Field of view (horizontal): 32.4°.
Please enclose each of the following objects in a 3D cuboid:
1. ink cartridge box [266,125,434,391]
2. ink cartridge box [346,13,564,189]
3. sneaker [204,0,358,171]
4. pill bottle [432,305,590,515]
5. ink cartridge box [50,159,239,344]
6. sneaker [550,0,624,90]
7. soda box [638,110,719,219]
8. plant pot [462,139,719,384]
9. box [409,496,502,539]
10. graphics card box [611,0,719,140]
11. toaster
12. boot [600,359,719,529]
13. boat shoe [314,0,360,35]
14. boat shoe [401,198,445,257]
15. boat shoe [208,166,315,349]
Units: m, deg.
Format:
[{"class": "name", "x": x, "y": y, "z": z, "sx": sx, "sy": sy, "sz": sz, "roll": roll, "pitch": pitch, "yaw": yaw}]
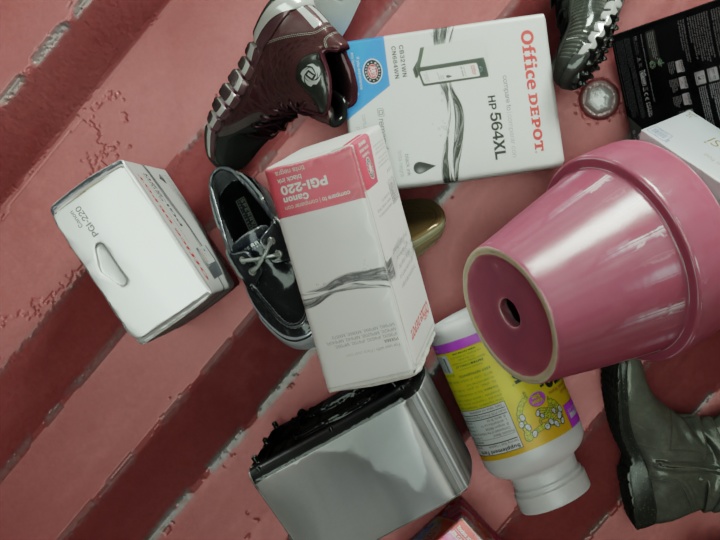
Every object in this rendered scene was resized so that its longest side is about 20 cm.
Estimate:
[{"class": "ink cartridge box", "x": -0.004, "y": -0.013, "z": 1.086, "sx": 0.084, "sy": 0.146, "sz": 0.201, "roll": -15, "pitch": 99, "yaw": 13}, {"class": "ink cartridge box", "x": 0.087, "y": -0.158, "z": 1.187, "sx": 0.199, "sy": 0.084, "sz": 0.147, "roll": -8, "pitch": 92, "yaw": 4}, {"class": "sneaker", "x": -0.070, "y": -0.149, "z": 1.158, "sx": 0.115, "sy": 0.076, "sz": 0.201, "roll": 43, "pitch": 126, "yaw": 21}, {"class": "pill bottle", "x": 0.149, "y": 0.128, "z": 1.190, "sx": 0.104, "sy": 0.104, "sz": 0.201, "roll": -24, "pitch": 92, "yaw": 4}, {"class": "ink cartridge box", "x": -0.194, "y": -0.019, "z": 1.152, "sx": 0.085, "sy": 0.200, "sz": 0.146, "roll": -34, "pitch": 91, "yaw": 4}, {"class": "sneaker", "x": 0.207, "y": -0.258, "z": 1.168, "sx": 0.090, "sy": 0.067, "sz": 0.201, "roll": 22, "pitch": 69, "yaw": 12}, {"class": "soda box", "x": 0.326, "y": -0.057, "z": 1.065, "sx": 0.063, "sy": 0.200, "sz": 0.068, "roll": -22, "pitch": 136, "yaw": -26}, {"class": "plant pot", "x": 0.197, "y": 0.006, "z": 1.087, "sx": 0.178, "sy": 0.200, "sz": 0.201, "roll": -25, "pitch": 92, "yaw": -26}, {"class": "box", "x": 0.131, "y": 0.331, "z": 1.204, "sx": 0.095, "sy": 0.103, "sz": 0.200, "roll": -43, "pitch": 89, "yaw": 4}, {"class": "graphics card box", "x": 0.322, "y": -0.179, "z": 1.123, "sx": 0.051, "sy": 0.200, "sz": 0.126, "roll": -15, "pitch": 93, "yaw": -33}, {"class": "toaster", "x": 0.009, "y": 0.168, "z": 1.164, "sx": 0.199, "sy": 0.181, "sz": 0.119, "roll": -30, "pitch": 94, "yaw": 5}, {"class": "boot", "x": 0.312, "y": 0.150, "z": 1.209, "sx": 0.130, "sy": 0.068, "sz": 0.201, "roll": -12, "pitch": 100, "yaw": -1}, {"class": "boat shoe", "x": -0.043, "y": -0.277, "z": 1.196, "sx": 0.072, "sy": 0.069, "sz": 0.200, "roll": 11, "pitch": 124, "yaw": -37}, {"class": "boat shoe", "x": 0.000, "y": 0.000, "z": 1.215, "sx": 0.199, "sy": 0.072, "sz": 0.065, "roll": -31, "pitch": 131, "yaw": 4}, {"class": "boat shoe", "x": -0.091, "y": -0.016, "z": 1.171, "sx": 0.072, "sy": 0.068, "sz": 0.201, "roll": -30, "pitch": 63, "yaw": 9}]
